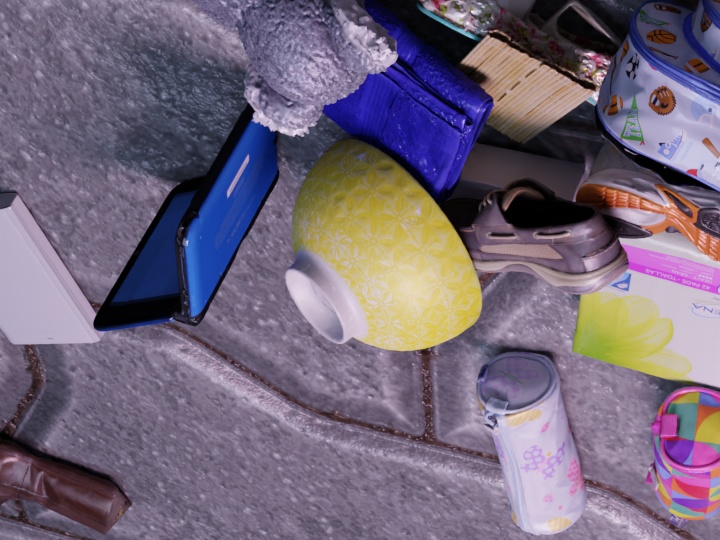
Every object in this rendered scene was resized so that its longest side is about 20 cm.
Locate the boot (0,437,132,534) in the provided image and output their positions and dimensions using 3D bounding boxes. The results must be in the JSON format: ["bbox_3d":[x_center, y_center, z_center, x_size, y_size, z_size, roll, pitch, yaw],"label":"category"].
[{"bbox_3d":[-0.390,0.296,2.225,0.198,0.065,0.187,20,143,0],"label":"boot"}]

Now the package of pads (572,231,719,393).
[{"bbox_3d":[0.271,0.014,1.533,0.153,0.069,0.201,16,144,12],"label":"package of pads"}]

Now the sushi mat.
[{"bbox_3d":[0.120,-0.145,1.416,0.095,0.012,0.200,29,168,-6],"label":"sushi mat"}]

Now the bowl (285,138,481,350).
[{"bbox_3d":[0.000,0.000,1.520,0.200,0.107,0.201,43,158,22],"label":"bowl"}]

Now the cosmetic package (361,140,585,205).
[{"bbox_3d":[0.096,-0.069,1.552,0.198,0.051,0.083,13,140,16],"label":"cosmetic package"}]

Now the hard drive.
[{"bbox_3d":[-0.374,0.002,1.909,0.131,0.026,0.201,-2,134,30],"label":"hard drive"}]

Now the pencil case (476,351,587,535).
[{"bbox_3d":[0.171,0.173,1.752,0.082,0.091,0.201,4,137,24],"label":"pencil case"}]

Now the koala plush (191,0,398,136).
[{"bbox_3d":[-0.061,-0.209,1.330,0.177,0.183,0.202,-27,93,47],"label":"koala plush"}]

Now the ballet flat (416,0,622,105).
[{"bbox_3d":[0.141,-0.192,1.392,0.198,0.076,0.064,27,111,-8],"label":"ballet flat"}]

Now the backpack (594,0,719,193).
[{"bbox_3d":[0.271,-0.125,1.290,0.188,0.200,0.156,17,112,2],"label":"backpack"}]

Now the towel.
[{"bbox_3d":[0.010,-0.150,1.460,0.200,0.050,0.148,40,148,12],"label":"towel"}]

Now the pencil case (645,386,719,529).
[{"bbox_3d":[0.308,0.173,1.638,0.087,0.089,0.200,15,160,13],"label":"pencil case"}]

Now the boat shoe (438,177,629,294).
[{"bbox_3d":[0.136,-0.041,1.450,0.199,0.074,0.074,14,130,44],"label":"boat shoe"}]

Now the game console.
[{"bbox_3d":[-0.160,-0.055,1.589,0.117,0.201,0.172,15,140,12],"label":"game console"}]

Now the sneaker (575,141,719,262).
[{"bbox_3d":[0.279,-0.066,1.423,0.198,0.093,0.076,16,147,10],"label":"sneaker"}]
